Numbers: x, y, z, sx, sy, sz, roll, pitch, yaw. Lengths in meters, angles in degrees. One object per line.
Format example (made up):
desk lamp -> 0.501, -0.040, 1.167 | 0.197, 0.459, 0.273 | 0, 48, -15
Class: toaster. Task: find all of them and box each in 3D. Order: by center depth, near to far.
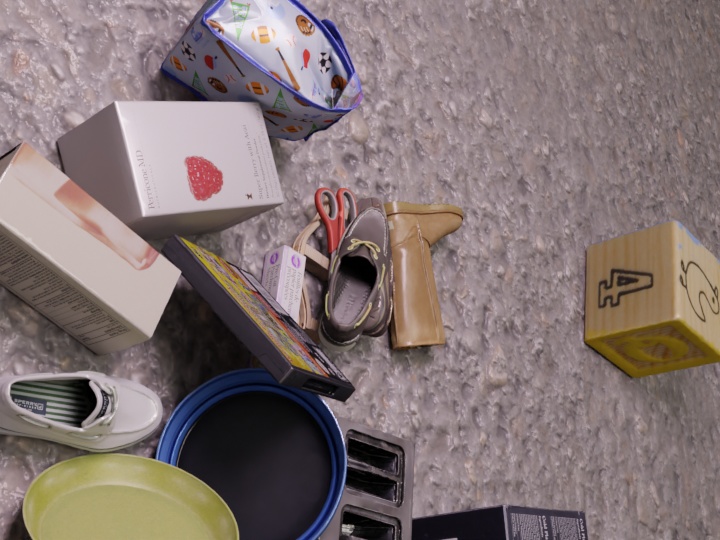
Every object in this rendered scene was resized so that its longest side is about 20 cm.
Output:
toaster -> -0.028, 0.270, 1.082 | 0.198, 0.118, 0.184 | 27, 56, -39

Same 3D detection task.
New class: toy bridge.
toy bridge -> -0.059, -0.012, 1.222 | 0.067, 0.027, 0.203 | 33, 52, -36

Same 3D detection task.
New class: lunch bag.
lunch bag -> -0.106, -0.238, 1.106 | 0.199, 0.169, 0.125 | 37, 70, -18

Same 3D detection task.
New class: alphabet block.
alphabet block -> 0.539, 0.057, 1.746 | 0.194, 0.195, 0.203 | 30, 55, -35

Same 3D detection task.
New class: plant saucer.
plant saucer -> -0.209, 0.237, 0.869 | 0.198, 0.199, 0.032 | -2, 117, -48

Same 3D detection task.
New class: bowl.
bowl -> -0.112, 0.204, 0.983 | 0.040, 0.196, 0.204 | 92, -2, -68

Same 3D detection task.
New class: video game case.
video game case -> -0.105, 0.055, 1.012 | 0.200, 0.026, 0.181 | 45, 4, 23

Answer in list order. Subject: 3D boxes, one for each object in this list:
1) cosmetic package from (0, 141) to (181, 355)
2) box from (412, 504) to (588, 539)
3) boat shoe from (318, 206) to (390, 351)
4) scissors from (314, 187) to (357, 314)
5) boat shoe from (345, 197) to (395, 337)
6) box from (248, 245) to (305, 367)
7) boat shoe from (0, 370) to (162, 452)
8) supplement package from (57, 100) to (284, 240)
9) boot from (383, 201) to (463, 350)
cosmetic package -> -0.284, -0.015, 0.912 | 0.200, 0.102, 0.088 | 45, 48, -30
box -> 0.161, 0.363, 1.198 | 0.180, 0.198, 0.106 | 16, 63, -43
boat shoe -> 0.000, 0.000, 1.182 | 0.070, 0.061, 0.204 | 17, 60, -3
scissors -> -0.027, -0.016, 1.227 | 0.072, 0.014, 0.204 | 14, 64, -45
boat shoe -> 0.009, -0.002, 1.275 | 0.074, 0.073, 0.203 | 58, 31, -55
box -> -0.102, 0.071, 1.134 | 0.038, 0.041, 0.204 | 28, 57, -38
boat shoe -> -0.263, 0.134, 0.906 | 0.198, 0.066, 0.075 | 7, 71, -47
supplement package -> -0.201, -0.106, 1.025 | 0.198, 0.119, 0.124 | -12, 85, -49
boot -> 0.095, 0.009, 1.366 | 0.173, 0.066, 0.204 | 0, 77, -40
